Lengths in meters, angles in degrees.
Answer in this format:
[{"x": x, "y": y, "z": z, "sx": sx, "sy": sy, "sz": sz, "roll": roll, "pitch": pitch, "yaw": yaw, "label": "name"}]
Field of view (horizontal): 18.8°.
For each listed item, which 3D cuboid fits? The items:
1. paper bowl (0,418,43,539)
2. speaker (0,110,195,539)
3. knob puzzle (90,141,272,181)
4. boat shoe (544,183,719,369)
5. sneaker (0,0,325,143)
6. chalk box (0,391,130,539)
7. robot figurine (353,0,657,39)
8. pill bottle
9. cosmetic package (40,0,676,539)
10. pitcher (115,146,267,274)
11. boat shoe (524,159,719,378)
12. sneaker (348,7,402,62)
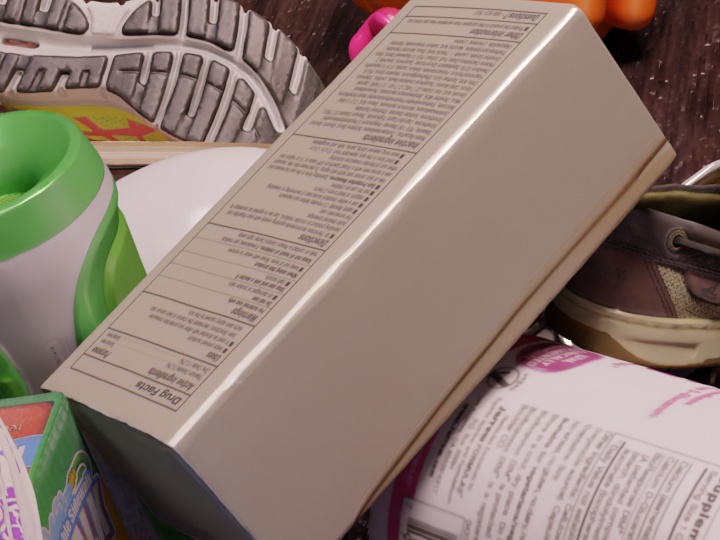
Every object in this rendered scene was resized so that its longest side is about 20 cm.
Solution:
[{"x": -0.170, "y": 0.099, "z": 0.557, "sx": 0.200, "sy": 0.104, "sz": 0.202, "roll": -10, "pitch": 64, "yaw": 22, "label": "paper bowl"}, {"x": -0.104, "y": 0.045, "z": 0.799, "sx": 0.088, "sy": 0.201, "sz": 0.089, "roll": -13, "pitch": 33, "yaw": 8, "label": "speaker"}, {"x": -0.108, "y": -0.040, "z": 1.006, "sx": 0.218, "sy": 0.031, "sz": 0.220, "roll": 0, "pitch": 0, "yaw": 0, "label": "knob puzzle"}, {"x": 0.159, "y": -0.008, "z": 0.812, "sx": 0.200, "sy": 0.066, "sz": 0.072, "roll": -6, "pitch": 31, "yaw": -33, "label": "boat shoe"}, {"x": -0.107, "y": -0.096, "z": 1.126, "sx": 0.199, "sy": 0.090, "sz": 0.079, "roll": 15, "pitch": 75, "yaw": 12, "label": "sneaker"}, {"x": -0.144, "y": 0.125, "z": 0.701, "sx": 0.124, "sy": 0.201, "sz": 0.124, "roll": -8, "pitch": 34, "yaw": 15, "label": "chalk box"}, {"x": 0.064, "y": -0.171, "z": 1.115, "sx": 0.200, "sy": 0.117, "sz": 0.144, "roll": 21, "pitch": 60, "yaw": 43, "label": "robot figurine"}, {"x": 0.110, "y": 0.095, "z": 0.703, "sx": 0.199, "sy": 0.114, "sz": 0.113, "roll": 16, "pitch": 46, "yaw": 40, "label": "pill bottle"}, {"x": 0.000, "y": 0.000, "z": 0.731, "sx": 0.200, "sy": 0.073, "sz": 0.103, "roll": -48, "pitch": 28, "yaw": -16, "label": "cosmetic package"}, {"x": -0.082, "y": 0.011, "z": 0.932, "sx": 0.199, "sy": 0.122, "sz": 0.172, "roll": -15, "pitch": 16, "yaw": 26, "label": "pitcher"}, {"x": 0.092, "y": 0.016, "z": 0.852, "sx": 0.202, "sy": 0.086, "sz": 0.074, "roll": -34, "pitch": 36, "yaw": -23, "label": "boat shoe"}, {"x": 0.017, "y": -0.016, "z": 0.844, "sx": 0.081, "sy": 0.074, "sz": 0.201, "roll": -40, "pitch": 31, "yaw": 39, "label": "sneaker"}]
